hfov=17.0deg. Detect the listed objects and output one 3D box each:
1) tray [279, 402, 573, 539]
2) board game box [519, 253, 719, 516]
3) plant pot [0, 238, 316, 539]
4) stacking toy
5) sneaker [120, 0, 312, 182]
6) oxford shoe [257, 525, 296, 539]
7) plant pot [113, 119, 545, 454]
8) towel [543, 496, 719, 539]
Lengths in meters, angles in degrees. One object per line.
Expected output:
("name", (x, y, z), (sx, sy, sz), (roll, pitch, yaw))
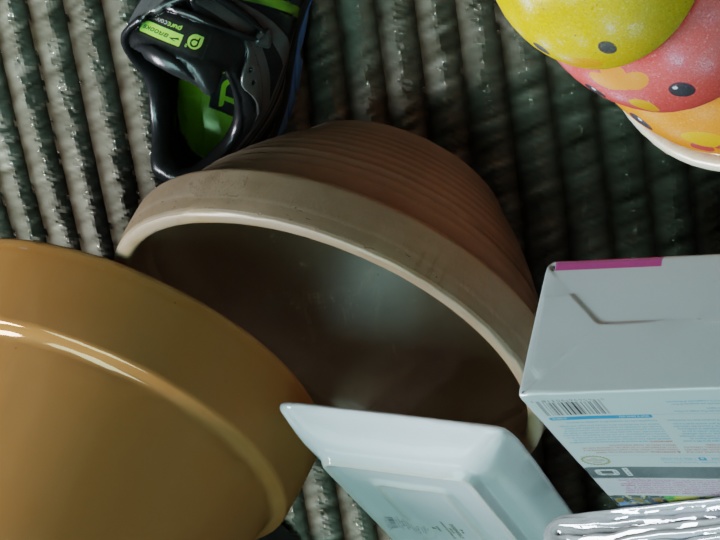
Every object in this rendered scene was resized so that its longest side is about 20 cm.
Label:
("tray", (0.041, 0.109, 1.092), (0.107, 0.022, 0.200), (6, 158, 23))
("board game box", (0.173, 0.066, 0.982), (0.147, 0.064, 0.200), (-2, 150, 28))
("plant pot", (-0.132, 0.099, 1.078), (0.200, 0.140, 0.200), (17, 153, 9))
("stacking toy", (0.091, -0.114, 0.862), (0.146, 0.200, 0.147), (-4, 85, 44))
("sneaker", (-0.058, -0.119, 1.032), (0.071, 0.083, 0.200), (19, 127, 16))
("oxford shoe", (-0.098, 0.214, 1.269), (0.073, 0.084, 0.200), (29, 131, 6))
("plant pot", (0.000, 0.000, 1.051), (0.200, 0.093, 0.201), (18, 151, 10))
("towel", (0.189, 0.146, 1.040), (0.147, 0.024, 0.200), (-10, 146, 42))
